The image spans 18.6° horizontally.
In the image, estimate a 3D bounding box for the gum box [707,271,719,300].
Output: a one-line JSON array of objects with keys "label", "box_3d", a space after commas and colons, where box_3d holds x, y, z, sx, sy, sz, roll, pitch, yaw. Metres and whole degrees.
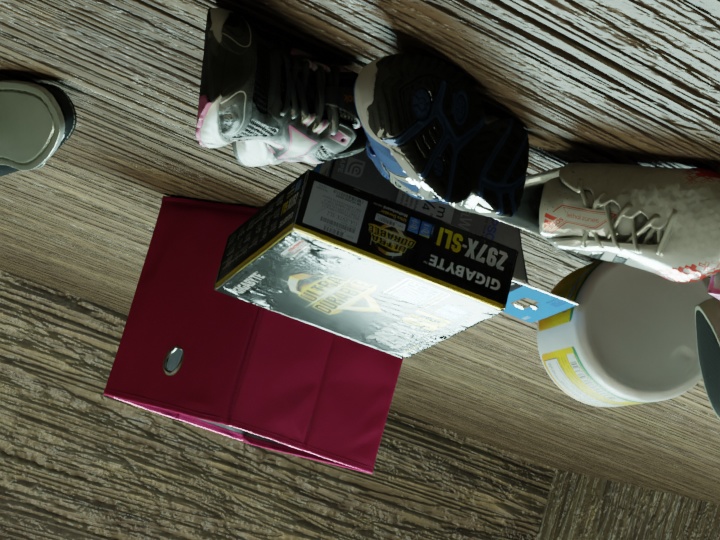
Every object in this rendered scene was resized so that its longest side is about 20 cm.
[{"label": "gum box", "box_3d": [0.314, 0.011, 1.311, 0.199, 0.067, 0.113, 11, 170, 37]}]

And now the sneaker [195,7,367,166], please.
[{"label": "sneaker", "box_3d": [-0.040, -0.105, 1.282, 0.086, 0.081, 0.200, 3, 179, 10]}]

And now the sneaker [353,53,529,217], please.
[{"label": "sneaker", "box_3d": [0.033, -0.073, 1.273, 0.076, 0.076, 0.200, 8, 169, 24]}]

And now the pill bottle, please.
[{"label": "pill bottle", "box_3d": [0.196, 0.047, 1.669, 0.112, 0.114, 0.200, 17, 172, -5]}]

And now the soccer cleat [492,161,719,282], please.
[{"label": "soccer cleat", "box_3d": [0.155, -0.033, 1.329, 0.085, 0.069, 0.200, 4, -175, -30]}]

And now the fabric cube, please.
[{"label": "fabric cube", "box_3d": [-0.089, 0.059, 2.071, 0.199, 0.201, 0.195, 23, 171, -42]}]

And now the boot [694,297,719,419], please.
[{"label": "boot", "box_3d": [0.306, 0.060, 1.439, 0.143, 0.073, 0.200, -13, -159, -7]}]

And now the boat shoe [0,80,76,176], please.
[{"label": "boat shoe", "box_3d": [-0.270, -0.114, 1.728, 0.060, 0.076, 0.199, -26, -170, -36]}]

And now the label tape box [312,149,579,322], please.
[{"label": "label tape box", "box_3d": [0.058, -0.027, 1.617, 0.199, 0.064, 0.144, 18, 171, -8]}]

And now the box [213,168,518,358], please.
[{"label": "box", "box_3d": [0.000, 0.000, 1.538, 0.159, 0.050, 0.200, 19, 162, -15]}]
